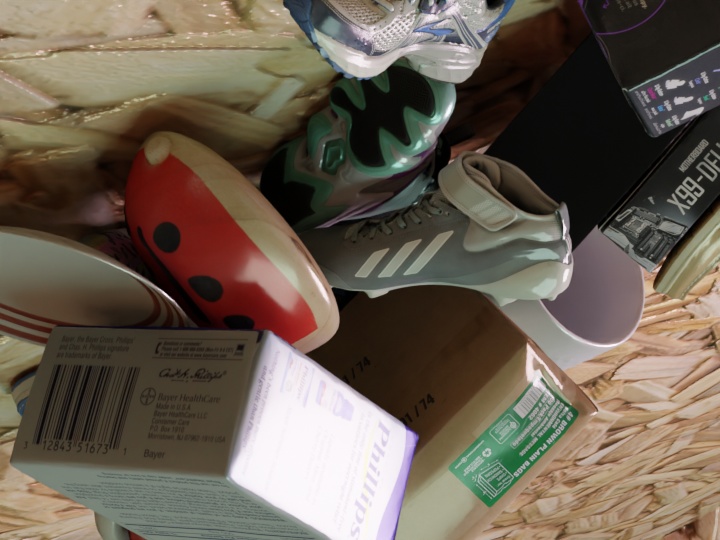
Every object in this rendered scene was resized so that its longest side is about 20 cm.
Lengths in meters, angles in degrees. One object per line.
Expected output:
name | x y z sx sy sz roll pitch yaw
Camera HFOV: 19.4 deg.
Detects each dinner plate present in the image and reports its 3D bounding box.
dinner plate | -0.206 0.009 1.376 0.200 0.024 0.200 11 159 4

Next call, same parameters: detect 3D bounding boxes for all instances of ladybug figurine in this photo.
ladybug figurine | -0.091 -0.009 1.374 0.072 0.136 0.200 -48 127 -17

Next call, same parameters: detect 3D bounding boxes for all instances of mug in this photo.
mug | 0.101 0.011 1.719 0.200 0.148 0.175 29 142 -30

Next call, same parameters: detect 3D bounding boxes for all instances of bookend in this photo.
bookend | 0.155 -0.094 1.513 0.200 0.092 0.199 -48 -179 6

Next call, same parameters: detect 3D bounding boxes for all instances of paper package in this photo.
paper package | 0.040 0.107 1.552 0.200 0.191 0.103 -46 129 1

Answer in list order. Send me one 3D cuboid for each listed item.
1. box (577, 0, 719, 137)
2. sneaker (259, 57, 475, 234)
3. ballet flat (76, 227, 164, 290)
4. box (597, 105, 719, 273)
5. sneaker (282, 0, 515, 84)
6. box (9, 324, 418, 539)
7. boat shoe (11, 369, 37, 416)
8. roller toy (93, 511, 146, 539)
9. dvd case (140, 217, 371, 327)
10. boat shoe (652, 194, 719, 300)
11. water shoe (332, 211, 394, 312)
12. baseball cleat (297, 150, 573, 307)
box | 0.239 -0.191 1.330 0.200 0.122 0.106 -27 161 10
sneaker | 0.034 -0.093 1.444 0.140 0.078 0.200 -10 167 -39
ballet flat | -0.165 0.009 1.499 0.071 0.069 0.200 -37 168 -18
box | 0.239 -0.084 1.541 0.158 0.050 0.200 -50 -178 10
sneaker | 0.027 -0.167 1.247 0.085 0.077 0.200 -45 161 27
box | -0.094 0.120 1.414 0.184 0.105 0.200 0 156 34
boat shoe | -0.227 0.136 1.740 0.072 0.072 0.200 -27 161 11
roller toy | -0.121 0.158 1.706 0.182 0.140 0.200 -21 129 -76
dvd case | -0.095 0.023 1.529 0.200 0.018 0.143 -25 168 -31
boat shoe | 0.286 -0.043 1.476 0.200 0.069 0.074 -50 -178 26
water shoe | 0.000 0.000 1.632 0.071 0.079 0.200 -15 159 -25
baseball cleat | 0.044 -0.033 1.399 0.200 0.107 0.070 3 -151 17
